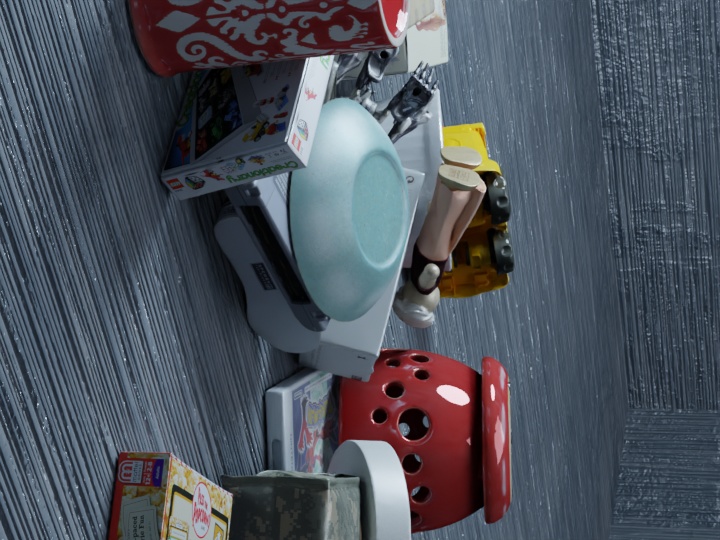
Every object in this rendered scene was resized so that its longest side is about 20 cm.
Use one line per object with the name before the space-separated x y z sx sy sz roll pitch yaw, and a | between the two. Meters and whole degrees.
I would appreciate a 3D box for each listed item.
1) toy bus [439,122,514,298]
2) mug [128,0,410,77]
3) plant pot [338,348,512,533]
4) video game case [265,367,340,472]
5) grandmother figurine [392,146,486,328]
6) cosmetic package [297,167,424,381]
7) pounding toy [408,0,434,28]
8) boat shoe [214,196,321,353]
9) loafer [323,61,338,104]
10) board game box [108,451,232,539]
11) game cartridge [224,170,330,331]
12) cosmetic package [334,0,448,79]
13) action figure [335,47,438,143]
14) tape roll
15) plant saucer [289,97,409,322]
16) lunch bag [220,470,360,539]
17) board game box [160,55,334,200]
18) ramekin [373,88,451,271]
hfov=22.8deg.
toy bus | 0.116 -0.092 2.261 0.192 0.135 0.201 -96 177 -51
mug | -0.065 -0.243 1.426 0.134 0.199 0.178 69 26 -50
plant pot | 0.071 0.183 1.900 0.200 0.181 0.202 -1 90 -84
video game case | -0.053 0.193 1.805 0.200 0.023 0.183 -25 114 -73
grandmother figurine | 0.076 -0.022 1.820 0.121 0.060 0.201 -65 173 -54
cosmetic package | 0.000 0.000 1.786 0.113 0.081 0.201 106 0 -71
pounding toy | -0.030 -0.286 1.641 0.142 0.183 0.201 -41 130 -54
boat shoe | -0.079 -0.005 1.635 0.200 0.071 0.068 64 30 -43
loafer | -0.041 -0.119 1.747 0.070 0.069 0.201 -77 164 -49
board game box | -0.153 0.257 1.396 0.152 0.046 0.201 53 40 -65
game cartridge | -0.052 -0.060 1.569 0.200 0.041 0.134 63 34 -40
cosmetic package | 0.026 -0.259 1.944 0.200 0.103 0.088 -37 124 -73
action figure | 0.017 -0.176 1.784 0.102 0.119 0.200 -50 -173 -21
tape roll | 0.001 0.263 1.709 0.203 0.037 0.204 -175 -90 -74
plant saucer | 0.002 -0.055 1.594 0.201 0.039 0.202 3 86 -62
lunch bag | -0.057 0.263 1.606 0.200 0.117 0.165 28 62 -76
board game box | -0.086 -0.156 1.485 0.035 0.126 0.201 50 39 -39
ramekin | 0.046 -0.096 1.961 0.200 0.097 0.202 -4 90 -87
